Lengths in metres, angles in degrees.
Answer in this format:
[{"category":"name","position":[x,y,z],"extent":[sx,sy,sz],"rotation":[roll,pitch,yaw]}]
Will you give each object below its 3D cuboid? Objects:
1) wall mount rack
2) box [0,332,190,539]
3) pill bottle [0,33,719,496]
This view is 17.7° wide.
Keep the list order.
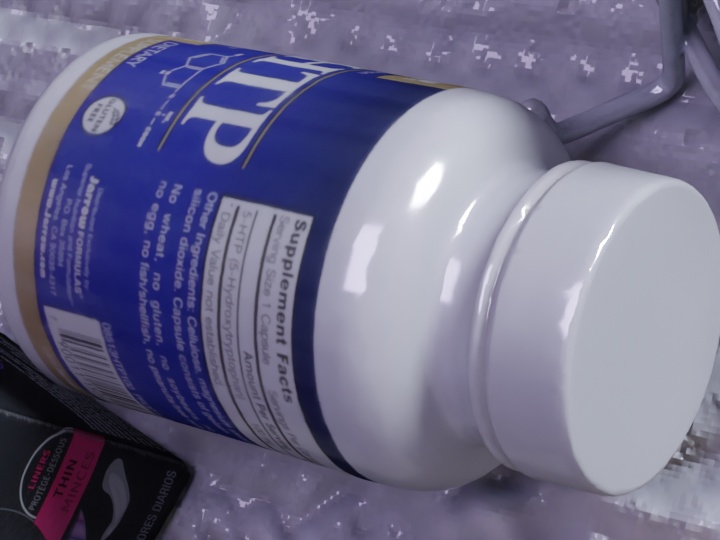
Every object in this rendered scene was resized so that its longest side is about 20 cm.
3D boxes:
[{"category":"wall mount rack","position":[0.044,-0.129,0.668],"extent":[0.074,0.174,0.200],"rotation":[-22,63,0]},{"category":"box","position":[-0.170,0.072,0.730],"extent":[0.106,0.200,0.123],"rotation":[31,94,35]},{"category":"pill bottle","position":[0.000,0.000,0.691],"extent":[0.200,0.120,0.120],"rotation":[13,84,34]}]
